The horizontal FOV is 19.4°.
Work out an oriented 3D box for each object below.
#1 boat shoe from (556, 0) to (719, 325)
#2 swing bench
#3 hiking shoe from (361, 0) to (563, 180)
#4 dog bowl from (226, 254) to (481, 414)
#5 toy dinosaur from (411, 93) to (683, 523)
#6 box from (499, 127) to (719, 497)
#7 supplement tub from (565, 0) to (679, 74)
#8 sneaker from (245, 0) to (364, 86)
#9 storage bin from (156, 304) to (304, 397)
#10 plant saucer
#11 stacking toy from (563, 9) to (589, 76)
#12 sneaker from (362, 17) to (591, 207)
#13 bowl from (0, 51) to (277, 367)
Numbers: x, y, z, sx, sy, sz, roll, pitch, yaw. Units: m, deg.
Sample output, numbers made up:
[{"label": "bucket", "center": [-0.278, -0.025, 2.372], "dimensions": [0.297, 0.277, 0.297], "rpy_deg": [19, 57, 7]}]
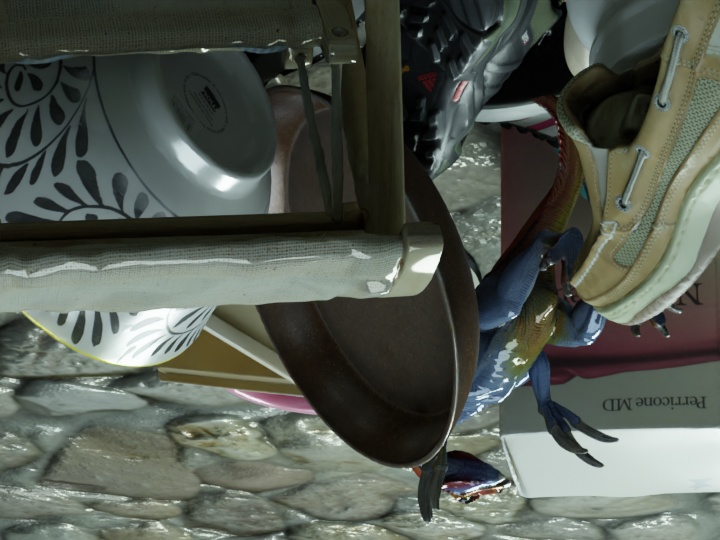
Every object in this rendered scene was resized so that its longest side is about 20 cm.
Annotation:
[{"label": "boat shoe", "center": [0.107, -0.050, 0.765], "dimensions": [0.076, 0.072, 0.200], "rpy_deg": [20, 146, -5]}, {"label": "swing bench", "center": [-0.085, -0.071, 0.867], "dimensions": [0.199, 0.200, 0.130], "rpy_deg": [-2, 163, -12]}, {"label": "hiking shoe", "center": [0.055, -0.108, 1.011], "dimensions": [0.101, 0.076, 0.200], "rpy_deg": [-32, 170, -25]}, {"label": "dog bowl", "center": [-0.019, 0.037, 1.426], "dimensions": [0.200, 0.074, 0.200], "rpy_deg": [1, 155, 1]}, {"label": "toy dinosaur", "center": [0.082, 0.043, 1.107], "dimensions": [0.105, 0.200, 0.181], "rpy_deg": [18, 149, -28]}, {"label": "box", "center": [0.149, 0.020, 1.222], "dimensions": [0.128, 0.200, 0.109], "rpy_deg": [-3, 154, 11]}, {"label": "supplement tub", "center": [0.152, -0.155, 0.835], "dimensions": [0.145, 0.200, 0.145], "rpy_deg": [1, 156, 1]}, {"label": "sneaker", "center": [-0.064, -0.140, 1.070], "dimensions": [0.088, 0.076, 0.200], "rpy_deg": [43, 149, -14]}, {"label": "storage bin", "center": [-0.131, -0.016, 1.199], "dimensions": [0.200, 0.094, 0.199], "rpy_deg": [33, 162, -31]}, {"label": "plant saucer", "center": [0.000, 0.000, 1.047], "dimensions": [0.034, 0.200, 0.200], "rpy_deg": [-21, 167, -28]}, {"label": "stacking toy", "center": [0.193, -0.091, 0.918], "dimensions": [0.200, 0.085, 0.085], "rpy_deg": [23, 163, 22]}, {"label": "sneaker", "center": [0.103, -0.087, 1.142], "dimensions": [0.200, 0.084, 0.121], "rpy_deg": [-2, 146, 5]}, {"label": "bowl", "center": [-0.102, -0.065, 0.997], "dimensions": [0.094, 0.201, 0.201], "rpy_deg": [-27, 144, 29]}]
